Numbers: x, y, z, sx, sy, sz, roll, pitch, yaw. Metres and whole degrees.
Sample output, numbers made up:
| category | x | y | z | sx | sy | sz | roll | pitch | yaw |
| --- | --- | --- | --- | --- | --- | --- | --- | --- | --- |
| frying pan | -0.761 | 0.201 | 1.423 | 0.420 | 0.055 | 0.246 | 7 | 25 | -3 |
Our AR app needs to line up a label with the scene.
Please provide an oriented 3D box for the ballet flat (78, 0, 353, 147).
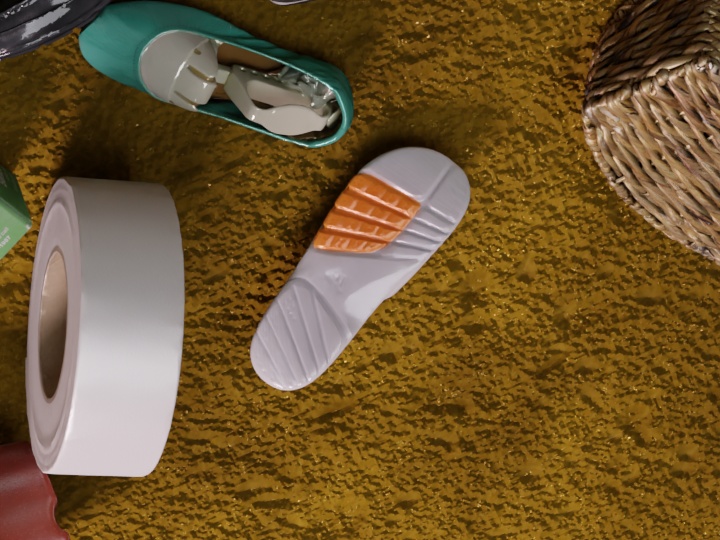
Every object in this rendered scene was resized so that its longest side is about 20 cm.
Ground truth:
| category | x | y | z | sx | sy | sz | roll | pitch | yaw |
| --- | --- | --- | --- | --- | --- | --- | --- | --- | --- |
| ballet flat | -0.091 | -0.131 | 1.524 | 0.199 | 0.070 | 0.068 | 14 | 114 | -23 |

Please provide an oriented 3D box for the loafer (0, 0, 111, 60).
| category | x | y | z | sx | sy | sz | roll | pitch | yaw |
| --- | --- | --- | --- | --- | --- | --- | --- | --- | --- |
| loafer | -0.181 | -0.204 | 1.461 | 0.200 | 0.068 | 0.071 | -32 | 115 | -3 |

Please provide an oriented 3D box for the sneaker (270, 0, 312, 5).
| category | x | y | z | sx | sy | sz | roll | pitch | yaw |
| --- | --- | --- | --- | --- | --- | --- | --- | --- | --- |
| sneaker | -0.009 | -0.260 | 1.489 | 0.201 | 0.076 | 0.115 | -49 | 153 | -5 |

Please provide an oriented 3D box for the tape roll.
| category | x | y | z | sx | sy | sz | roll | pitch | yaw |
| --- | --- | --- | --- | --- | --- | --- | --- | --- | --- |
| tape roll | -0.175 | 0.039 | 1.519 | 0.071 | 0.203 | 0.203 | 3 | 118 | -18 |

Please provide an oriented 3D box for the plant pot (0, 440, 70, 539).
| category | x | y | z | sx | sy | sz | roll | pitch | yaw |
| --- | --- | --- | --- | --- | --- | --- | --- | --- | --- |
| plant pot | -0.307 | 0.219 | 1.598 | 0.195 | 0.201 | 0.201 | -16 | 122 | -17 |

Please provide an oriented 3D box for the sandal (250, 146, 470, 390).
| category | x | y | z | sx | sy | sz | roll | pitch | yaw |
| --- | --- | --- | --- | --- | --- | --- | --- | --- | --- |
| sandal | -0.007 | -0.005 | 1.625 | 0.079 | 0.059 | 0.207 | 41 | 92 | -1 |

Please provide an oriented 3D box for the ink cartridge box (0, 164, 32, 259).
| category | x | y | z | sx | sy | sz | roll | pitch | yaw |
| --- | --- | --- | --- | --- | --- | --- | --- | --- | --- |
| ink cartridge box | -0.341 | -0.053 | 1.485 | 0.145 | 0.088 | 0.200 | -45 | 122 | 10 |

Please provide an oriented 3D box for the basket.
| category | x | y | z | sx | sy | sz | roll | pitch | yaw |
| --- | --- | --- | --- | --- | --- | --- | --- | --- | --- |
| basket | 0.256 | -0.120 | 1.637 | 0.142 | 0.149 | 0.200 | -22 | 130 | 37 |
